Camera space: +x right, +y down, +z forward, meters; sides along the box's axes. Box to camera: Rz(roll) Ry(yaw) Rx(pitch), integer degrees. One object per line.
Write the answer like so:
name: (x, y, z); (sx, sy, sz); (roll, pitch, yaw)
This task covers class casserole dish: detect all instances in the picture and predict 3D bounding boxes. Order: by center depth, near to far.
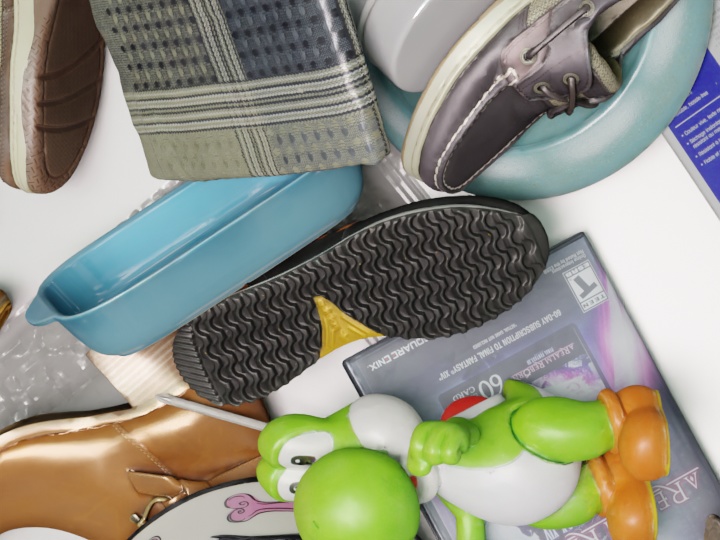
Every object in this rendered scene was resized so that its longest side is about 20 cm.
casserole dish: (-0.077, -0.016, 1.309); (0.200, 0.121, 0.039); (-34, 108, -8)

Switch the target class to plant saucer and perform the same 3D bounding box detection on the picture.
plant saucer: (0.079, -0.136, 1.305); (0.200, 0.027, 0.201); (-1, 88, 23)

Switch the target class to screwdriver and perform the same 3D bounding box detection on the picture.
screwdriver: (-0.009, 0.093, 1.327); (0.200, 0.029, 0.028); (17, 84, -12)

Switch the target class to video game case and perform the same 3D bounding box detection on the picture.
video game case: (0.100, 0.101, 1.321); (0.143, 0.019, 0.200); (-28, 87, -6)

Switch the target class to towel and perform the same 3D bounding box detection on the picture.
towel: (-0.072, -0.138, 1.260); (0.200, 0.035, 0.193); (0, 114, 52)

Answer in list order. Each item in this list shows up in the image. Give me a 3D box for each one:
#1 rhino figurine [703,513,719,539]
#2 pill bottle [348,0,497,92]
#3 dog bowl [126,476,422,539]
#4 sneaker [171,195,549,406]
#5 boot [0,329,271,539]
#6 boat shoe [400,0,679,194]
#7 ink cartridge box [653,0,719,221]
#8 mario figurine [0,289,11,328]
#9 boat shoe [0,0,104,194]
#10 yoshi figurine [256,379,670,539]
rhino figurine: (0.221, 0.125, 1.291); (0.087, 0.060, 0.200); (-6, 91, -27)
pill bottle: (-0.014, -0.182, 1.273); (0.111, 0.111, 0.200); (-47, 65, 10)
dog bowl: (-0.044, 0.210, 1.311); (0.200, 0.074, 0.200); (-2, 110, -5)
sneaker: (0.000, 0.000, 1.310); (0.200, 0.090, 0.070); (-21, 110, 13)
boot: (-0.128, 0.132, 1.360); (0.200, 0.074, 0.155); (-41, 89, 13)
boat shoe: (0.101, -0.109, 1.243); (0.200, 0.072, 0.065); (-48, 66, 8)
ink cartridge box: (0.203, -0.081, 1.288); (0.099, 0.039, 0.200); (-35, 75, 13)
mario figurine: (-0.292, -0.003, 1.362); (0.200, 0.106, 0.124); (33, 64, 0)
boat shoe: (-0.181, -0.143, 1.361); (0.075, 0.075, 0.203); (4, 88, 24)
yoshi figurine: (0.049, 0.109, 1.253); (0.200, 0.112, 0.113); (0, 87, -3)
